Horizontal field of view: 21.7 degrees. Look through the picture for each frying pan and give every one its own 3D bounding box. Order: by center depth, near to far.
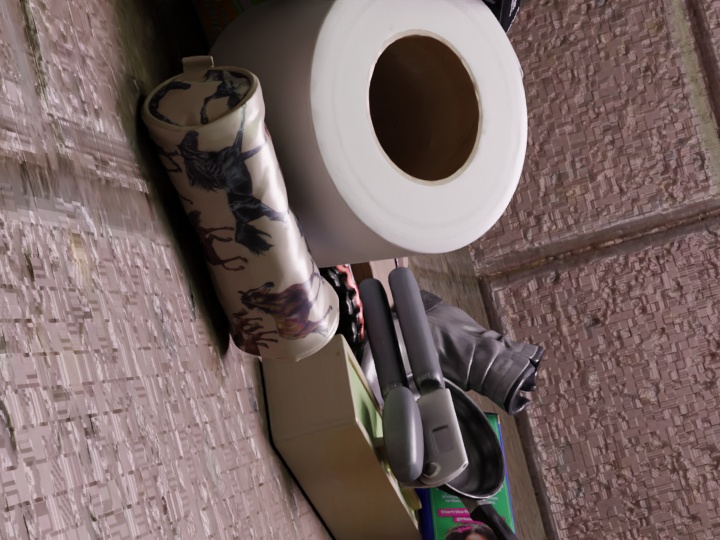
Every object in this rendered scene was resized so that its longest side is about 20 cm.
[{"bbox_3d":[0.090,0.160,1.457,0.190,0.031,0.115,52,31,3],"label":"frying pan"}]

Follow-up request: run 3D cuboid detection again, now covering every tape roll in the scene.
[{"bbox_3d":[0.001,-0.106,1.332,0.202,0.139,0.204,4,83,-38],"label":"tape roll"}]

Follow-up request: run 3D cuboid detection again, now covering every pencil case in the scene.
[{"bbox_3d":[-0.077,-0.039,1.231,0.090,0.077,0.201,-109,179,-59],"label":"pencil case"}]

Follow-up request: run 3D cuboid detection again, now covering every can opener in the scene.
[{"bbox_3d":[0.036,0.076,1.407,0.067,0.052,0.201,65,10,-47],"label":"can opener"}]

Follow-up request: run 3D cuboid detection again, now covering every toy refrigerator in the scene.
[{"bbox_3d":[-0.008,0.134,1.403,0.200,0.070,0.076,65,12,-53],"label":"toy refrigerator"}]

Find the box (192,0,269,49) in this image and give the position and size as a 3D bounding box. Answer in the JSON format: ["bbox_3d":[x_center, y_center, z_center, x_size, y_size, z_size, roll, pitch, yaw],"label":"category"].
[{"bbox_3d":[-0.065,-0.239,1.449,0.101,0.112,0.201,-40,121,-38],"label":"box"}]

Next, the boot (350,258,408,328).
[{"bbox_3d":[0.000,0.000,1.589,0.146,0.070,0.201,-57,154,-52],"label":"boot"}]

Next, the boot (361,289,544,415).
[{"bbox_3d":[0.071,0.083,1.546,0.200,0.131,0.070,-40,150,-53],"label":"boot"}]

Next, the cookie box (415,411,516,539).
[{"bbox_3d":[0.073,0.241,1.525,0.201,0.075,0.172,-96,-167,-50],"label":"cookie box"}]

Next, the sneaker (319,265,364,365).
[{"bbox_3d":[-0.041,-0.010,1.444,0.098,0.070,0.201,-62,135,-75],"label":"sneaker"}]

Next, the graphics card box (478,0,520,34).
[{"bbox_3d":[0.057,-0.231,1.339,0.051,0.125,0.200,-63,172,-14],"label":"graphics card box"}]
